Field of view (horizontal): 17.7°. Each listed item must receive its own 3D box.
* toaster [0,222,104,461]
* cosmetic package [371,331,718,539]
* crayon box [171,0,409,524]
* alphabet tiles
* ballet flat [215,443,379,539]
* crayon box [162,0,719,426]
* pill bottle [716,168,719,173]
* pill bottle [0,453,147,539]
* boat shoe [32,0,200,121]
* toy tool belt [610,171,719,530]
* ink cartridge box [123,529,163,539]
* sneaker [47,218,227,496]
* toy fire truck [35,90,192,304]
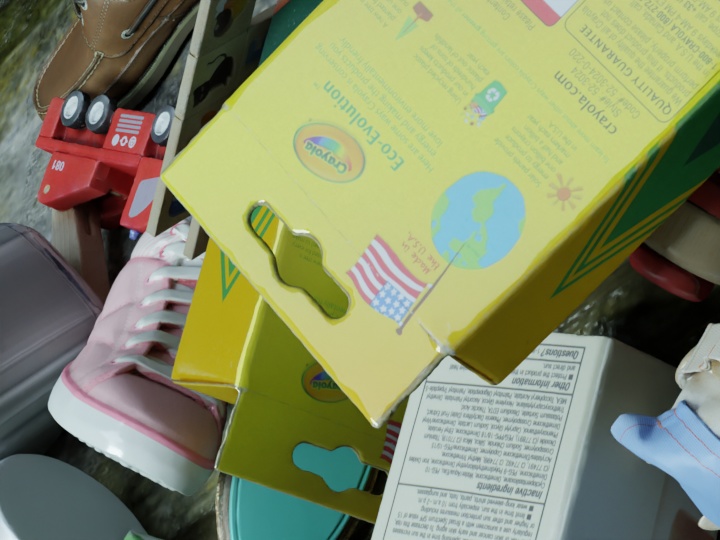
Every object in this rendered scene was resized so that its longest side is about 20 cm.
[{"bbox_3d":[-0.209,0.058,1.142,0.114,0.129,0.200,46,128,7],"label":"toaster"},{"bbox_3d":[0.060,0.128,0.846,0.103,0.087,0.201,4,74,50],"label":"cosmetic package"},{"bbox_3d":[0.000,0.000,0.953,0.051,0.127,0.201,2,72,51],"label":"crayon box"},{"bbox_3d":[-0.026,-0.098,1.004,0.008,0.167,0.200,36,134,19],"label":"alphabet tiles"},{"bbox_3d":[-0.019,0.047,1.018,0.065,0.070,0.200,148,140,-74],"label":"ballet flat"},{"bbox_3d":[0.046,-0.057,0.755,0.200,0.051,0.127,-44,63,7],"label":"crayon box"},{"bbox_3d":[0.081,-0.071,0.845,0.200,0.114,0.114,-28,49,15],"label":"pill bottle"},{"bbox_3d":[-0.188,0.190,1.093,0.200,0.114,0.114,-51,40,19],"label":"pill bottle"},{"bbox_3d":[-0.122,-0.150,1.226,0.200,0.068,0.072,-43,44,29],"label":"boat shoe"},{"bbox_3d":[0.140,0.060,0.751,0.200,0.125,0.123,39,105,36],"label":"toy tool belt"},{"bbox_3d":[-0.088,0.236,0.970,0.200,0.084,0.146,-60,37,10],"label":"ink cartridge box"},{"bbox_3d":[-0.084,0.029,1.039,0.105,0.075,0.200,-60,9,6],"label":"sneaker"},{"bbox_3d":[-0.143,-0.018,1.200,0.200,0.049,0.141,14,83,52],"label":"toy fire truck"}]
